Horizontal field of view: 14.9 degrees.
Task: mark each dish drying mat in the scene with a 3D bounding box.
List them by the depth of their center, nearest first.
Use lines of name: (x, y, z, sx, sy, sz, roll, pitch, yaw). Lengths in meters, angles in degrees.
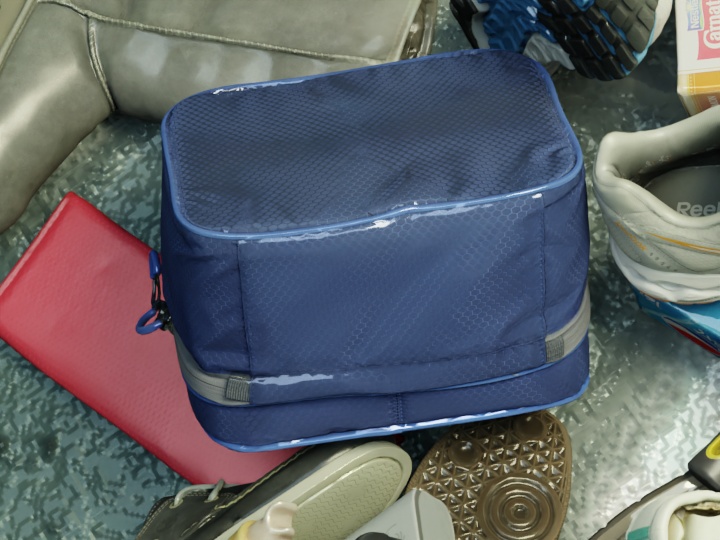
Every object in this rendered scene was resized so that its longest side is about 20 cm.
dish drying mat: (-0.080, 0.049, 1.270, 0.200, 0.018, 0.077, 35, 87, 15)

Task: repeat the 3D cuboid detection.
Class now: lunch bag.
lunch bag: (0.000, 0.000, 1.184, 0.199, 0.133, 0.136, -8, 32, -1)

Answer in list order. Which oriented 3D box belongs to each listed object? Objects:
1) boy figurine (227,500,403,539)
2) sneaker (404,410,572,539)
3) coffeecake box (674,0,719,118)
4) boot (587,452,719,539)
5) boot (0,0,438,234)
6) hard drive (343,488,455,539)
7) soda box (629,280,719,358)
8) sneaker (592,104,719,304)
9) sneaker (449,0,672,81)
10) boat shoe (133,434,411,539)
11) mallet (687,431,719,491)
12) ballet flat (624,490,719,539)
boy figurine: (-0.050, 0.155, 1.129, 0.200, 0.064, 0.125, -16, 55, 42)
sneaker: (0.038, 0.152, 1.207, 0.070, 0.076, 0.200, 20, 60, 6)
coffeecake box: (0.234, -0.141, 1.154, 0.199, 0.073, 0.154, -5, 70, 15)
boot: (0.193, 0.146, 1.177, 0.199, 0.073, 0.151, -28, 75, -2)
boot: (-0.079, -0.073, 1.270, 0.199, 0.073, 0.183, 16, 75, 7)
hard drive: (-0.034, 0.196, 1.155, 0.200, 0.026, 0.132, -39, 37, 26)
soda box: (0.201, -0.055, 1.218, 0.068, 0.064, 0.200, 32, 86, 15)
sneaker: (0.188, -0.034, 1.116, 0.199, 0.092, 0.076, -10, 63, 19)
sneaker: (0.102, -0.131, 1.192, 0.087, 0.200, 0.075, -38, 99, -9)
boat shoe: (-0.068, 0.120, 1.216, 0.200, 0.072, 0.068, -35, 57, 16)
mallet: (0.216, 0.017, 1.154, 0.066, 0.041, 0.200, 27, 76, 39)
ballet flat: (0.207, 0.122, 1.111, 0.199, 0.069, 0.070, 6, 79, 4)
